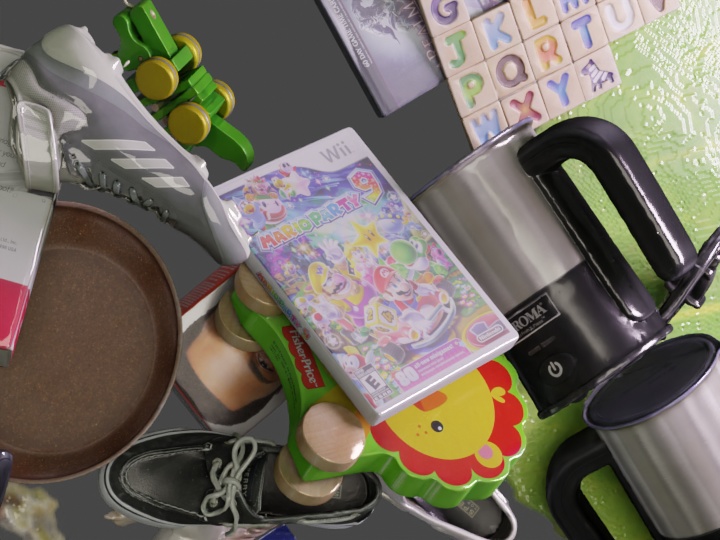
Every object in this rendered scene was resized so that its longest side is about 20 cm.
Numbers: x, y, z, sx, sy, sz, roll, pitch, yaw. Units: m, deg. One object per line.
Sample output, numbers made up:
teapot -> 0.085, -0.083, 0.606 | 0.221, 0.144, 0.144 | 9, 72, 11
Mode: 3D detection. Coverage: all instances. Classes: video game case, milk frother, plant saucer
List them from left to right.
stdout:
plant saucer -> -0.218, 0.052, 1.589 | 0.199, 0.037, 0.202 | -2, 76, 9
video game case -> 0.000, 0.000, 1.569 | 0.143, 0.018, 0.200 | -26, 70, -37
video game case -> 0.064, -0.226, 1.696 | 0.199, 0.019, 0.144 | -32, 100, -13
milk frother -> 0.163, -0.023, 1.679 | 0.180, 0.200, 0.189 | -34, 87, 17
milk frother -> 0.245, 0.183, 1.667 | 0.180, 0.200, 0.189 | -34, 106, -2

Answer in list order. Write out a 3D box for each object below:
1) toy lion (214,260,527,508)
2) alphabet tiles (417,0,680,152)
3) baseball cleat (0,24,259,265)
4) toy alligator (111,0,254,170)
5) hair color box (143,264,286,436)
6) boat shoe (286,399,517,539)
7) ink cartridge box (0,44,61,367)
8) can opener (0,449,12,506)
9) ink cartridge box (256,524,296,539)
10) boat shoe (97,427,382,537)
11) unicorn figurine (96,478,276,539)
toy lion -> 0.018, 0.075, 1.578 | 0.190, 0.069, 0.201 | -8, 60, -29
alphabet tiles -> 0.144, -0.202, 1.705 | 0.199, 0.008, 0.168 | -27, 112, -13
baseball cleat -> -0.163, -0.065, 1.508 | 0.106, 0.070, 0.200 | -39, 87, -14
toy alligator -> -0.150, -0.147, 1.625 | 0.054, 0.059, 0.201 | -29, 103, 29
hair color box -> -0.056, 0.027, 1.653 | 0.200, 0.061, 0.102 | -40, 102, -10
boat shoe -> 0.034, 0.143, 1.680 | 0.200, 0.066, 0.072 | 42, 82, -14
ink cartridge box -> -0.281, -0.053, 1.548 | 0.144, 0.083, 0.202 | 15, 77, -6
can opener -> -0.279, 0.185, 1.563 | 0.078, 0.063, 0.201 | -28, 143, -46
ink cartridge box -> -0.088, 0.313, 1.634 | 0.199, 0.041, 0.200 | -34, 118, -7
boat shoe -> -0.083, 0.150, 1.579 | 0.198, 0.068, 0.074 | 11, 81, -7
unicorn figurine -> -0.133, 0.202, 1.641 | 0.137, 0.074, 0.201 | 25, 99, -25
